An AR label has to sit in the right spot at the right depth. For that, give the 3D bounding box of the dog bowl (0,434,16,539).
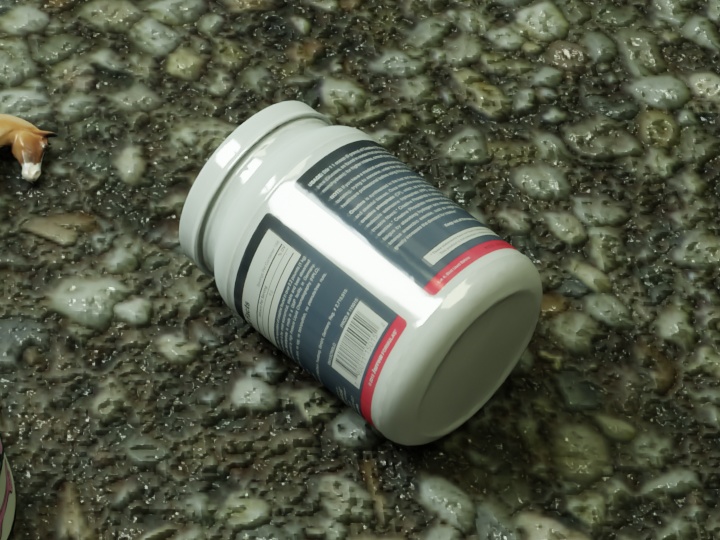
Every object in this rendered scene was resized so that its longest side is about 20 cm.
[{"bbox_3d":[-0.296,0.110,1.686,0.200,0.074,0.200,6,46,-6],"label":"dog bowl"}]

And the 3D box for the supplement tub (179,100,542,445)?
[{"bbox_3d":[0.000,0.000,1.808,0.200,0.141,0.140,39,51,23],"label":"supplement tub"}]

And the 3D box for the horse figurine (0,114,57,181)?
[{"bbox_3d":[-0.303,-0.073,1.878,0.199,0.050,0.133,11,46,-2],"label":"horse figurine"}]
